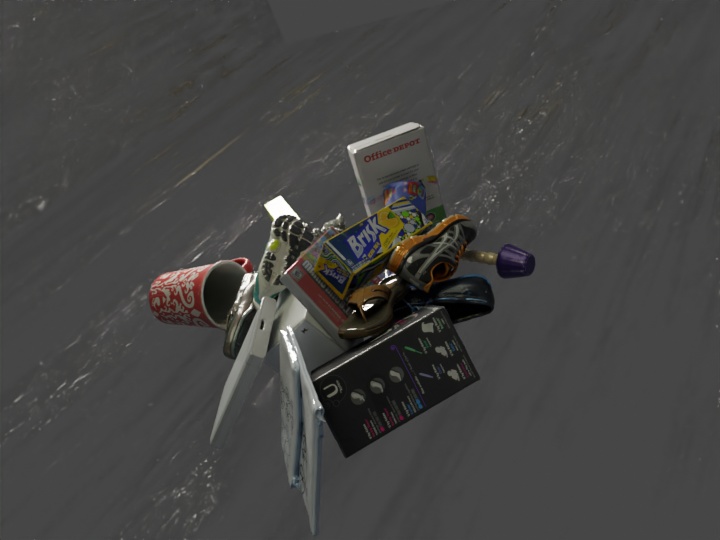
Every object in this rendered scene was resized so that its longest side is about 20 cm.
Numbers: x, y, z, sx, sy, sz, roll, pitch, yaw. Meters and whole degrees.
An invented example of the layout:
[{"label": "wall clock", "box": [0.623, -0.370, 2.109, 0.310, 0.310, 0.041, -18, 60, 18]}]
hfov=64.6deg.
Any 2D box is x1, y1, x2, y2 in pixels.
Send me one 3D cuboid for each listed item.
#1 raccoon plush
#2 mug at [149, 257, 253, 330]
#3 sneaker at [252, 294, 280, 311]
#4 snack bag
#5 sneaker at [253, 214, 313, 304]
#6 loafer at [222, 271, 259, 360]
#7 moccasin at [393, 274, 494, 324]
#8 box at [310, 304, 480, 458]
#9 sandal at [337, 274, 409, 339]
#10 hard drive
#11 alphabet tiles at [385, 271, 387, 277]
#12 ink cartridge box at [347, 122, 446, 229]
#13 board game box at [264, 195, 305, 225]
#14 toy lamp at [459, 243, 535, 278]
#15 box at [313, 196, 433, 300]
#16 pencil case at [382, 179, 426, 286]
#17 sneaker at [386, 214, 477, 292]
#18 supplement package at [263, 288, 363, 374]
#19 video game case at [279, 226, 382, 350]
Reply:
[{"label": "raccoon plush", "box": [-0.017, -0.032, 1.117, 0.198, 0.098, 0.134, 29, 37, 18]}, {"label": "mug", "box": [-0.320, 0.052, 1.184, 0.197, 0.137, 0.176, -5, 4, 36]}, {"label": "sneaker", "box": [-0.147, 0.046, 1.060, 0.075, 0.105, 0.201, -32, 31, 10]}, {"label": "snack bag", "box": [-0.079, 0.200, 0.723, 0.021, 0.193, 0.200, -3, 23, -17]}, {"label": "sneaker", "box": [-0.140, -0.025, 0.982, 0.080, 0.077, 0.202, -51, 12, 40]}, {"label": "loafer", "box": [-0.221, 0.083, 1.078, 0.061, 0.073, 0.202, 3, 46, 16]}, {"label": "moccasin", "box": [0.111, 0.061, 0.888, 0.196, 0.081, 0.069, -22, 39, 9]}, {"label": "box", "box": [0.039, 0.139, 0.758, 0.197, 0.108, 0.122, -29, -1, -5]}, {"label": "sandal", "box": [0.019, 0.041, 0.824, 0.080, 0.056, 0.200, -14, 17, 30]}, {"label": "hard drive", "box": [-0.180, 0.156, 0.877, 0.026, 0.202, 0.133, 20, 31, -13]}, {"label": "alphabet tiles", "box": [0.000, 0.000, 1.115, 0.194, 0.015, 0.199, -34, 33, -18]}, {"label": "ink cartridge box", "box": [0.072, -0.166, 1.109, 0.142, 0.204, 0.084, -20, 23, -4]}, {"label": "board game box", "box": [-0.150, -0.082, 1.256, 0.047, 0.103, 0.200, -29, 32, -9]}, {"label": "toy lamp", "box": [0.201, -0.023, 0.969, 0.198, 0.059, 0.058, 10, 45, 45]}, {"label": "box", "box": [0.022, -0.038, 0.880, 0.070, 0.065, 0.199, 43, 47, 16]}, {"label": "pencil case", "box": [0.083, -0.061, 1.012, 0.077, 0.086, 0.205, -26, 57, 45]}, {"label": "sneaker", "box": [0.127, -0.023, 0.900, 0.198, 0.079, 0.077, -29, 62, -37]}, {"label": "supplement package", "box": [-0.067, 0.075, 0.923, 0.117, 0.116, 0.202, -38, 24, 28]}, {"label": "video game case", "box": [-0.034, 0.020, 0.893, 0.017, 0.143, 0.200, -40, 6, 29]}]
